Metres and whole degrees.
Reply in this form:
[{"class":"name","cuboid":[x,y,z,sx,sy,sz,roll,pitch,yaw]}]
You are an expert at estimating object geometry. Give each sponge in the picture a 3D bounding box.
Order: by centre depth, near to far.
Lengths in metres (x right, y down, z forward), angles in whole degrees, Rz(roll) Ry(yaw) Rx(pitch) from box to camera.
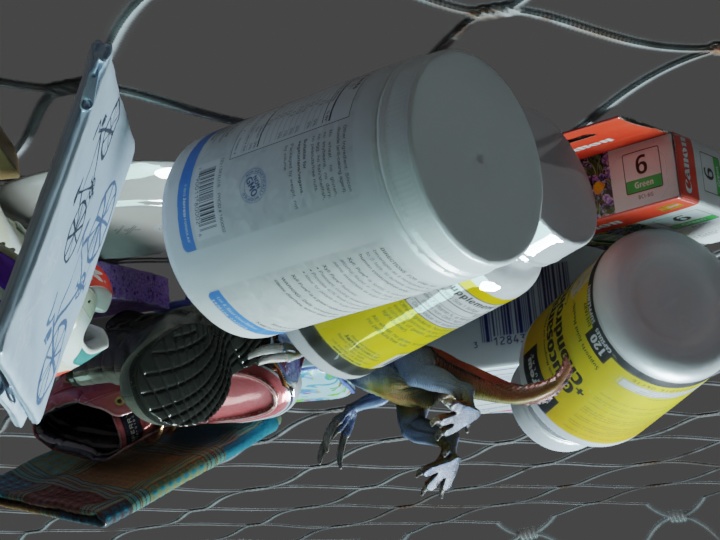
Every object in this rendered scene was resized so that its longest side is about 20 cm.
[{"class":"sponge","cuboid":[-0.221,0.017,1.543,0.111,0.030,0.200,-7,173,11]}]

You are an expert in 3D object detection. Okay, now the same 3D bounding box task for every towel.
[{"class":"towel","cuboid":[-0.173,0.141,1.597,0.146,0.022,0.199,4,-160,40]}]

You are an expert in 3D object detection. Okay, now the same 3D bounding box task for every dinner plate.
[{"class":"dinner plate","cuboid":[-0.162,-0.036,1.422,0.198,0.024,0.200,-6,167,-1]}]

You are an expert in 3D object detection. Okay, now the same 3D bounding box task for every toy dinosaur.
[{"class":"toy dinosaur","cuboid":[0.017,0.078,1.478,0.199,0.182,0.106,-16,131,-22]}]

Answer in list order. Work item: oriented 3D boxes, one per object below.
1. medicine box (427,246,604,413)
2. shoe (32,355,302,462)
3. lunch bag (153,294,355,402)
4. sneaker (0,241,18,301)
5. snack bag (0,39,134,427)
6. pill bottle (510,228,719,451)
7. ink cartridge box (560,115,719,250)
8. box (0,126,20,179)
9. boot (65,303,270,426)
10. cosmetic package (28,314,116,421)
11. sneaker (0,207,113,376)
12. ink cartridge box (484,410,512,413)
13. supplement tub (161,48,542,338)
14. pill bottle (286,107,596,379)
[{"class":"medicine box","cuboid":[0.146,0.045,1.701,0.181,0.104,0.200,-8,166,11]},{"class":"shoe","cuboid":[-0.147,0.102,1.571,0.199,0.072,0.091,1,-148,23]},{"class":"lunch bag","cuboid":[-0.088,0.064,1.709,0.159,0.083,0.200,-5,171,5]},{"class":"sneaker","cuboid":[-0.292,0.012,1.264,0.199,0.070,0.100,16,-158,15]},{"class":"snack bag","cuboid":[-0.172,-0.014,1.187,0.021,0.190,0.200,18,166,2]},{"class":"pill bottle","cuboid":[0.179,0.059,1.486,0.111,0.113,0.200,0,156,-21]},{"class":"ink cartridge box","cuboid":[0.185,-0.053,1.427,0.108,0.051,0.199,-15,164,34]},{"class":"box","cuboid":[-0.290,-0.080,1.188,0.162,0.021,0.200,-5,166,0]},{"class":"boot","cuboid":[-0.155,0.069,1.481,0.130,0.068,0.200,-10,-169,22]},{"class":"cosmetic package","cuboid":[-0.224,0.102,1.824,0.106,0.091,0.200,-9,163,3]},{"class":"sneaker","cuboid":[-0.216,-0.001,1.379,0.093,0.071,0.201,-17,139,-10]},{"class":"ink cartridge box","cuboid":[0.214,0.081,1.940,0.198,0.077,0.136,-4,166,-14]},{"class":"supplement tub","cuboid":[-0.008,-0.041,1.231,0.199,0.133,0.131,-15,163,38]},{"class":"pill bottle","cuboid":[0.046,-0.018,1.344,0.199,0.115,0.114,-29,156,31]}]
